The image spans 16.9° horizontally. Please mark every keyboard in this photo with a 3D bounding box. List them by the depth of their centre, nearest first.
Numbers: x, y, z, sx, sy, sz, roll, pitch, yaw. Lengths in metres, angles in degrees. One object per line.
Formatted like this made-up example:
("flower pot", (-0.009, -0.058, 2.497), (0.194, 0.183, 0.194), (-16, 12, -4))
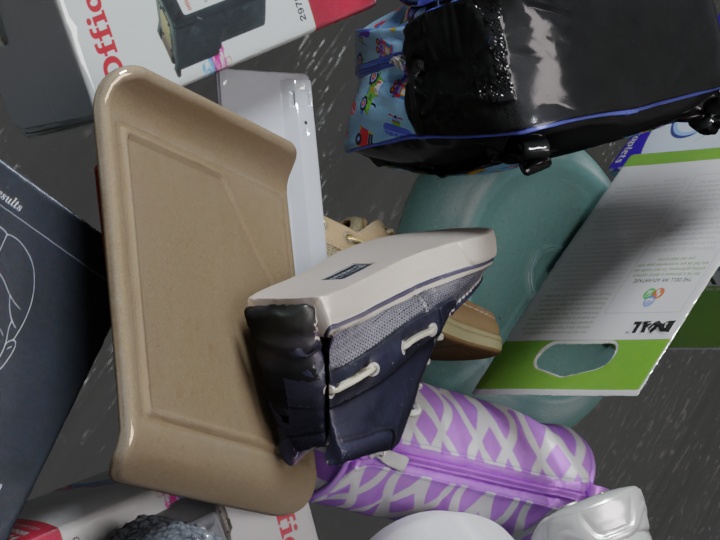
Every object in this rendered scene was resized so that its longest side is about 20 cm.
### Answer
("keyboard", (-0.045, -0.013, 1.310), (0.056, 0.011, 0.201), (0, 75, -20))

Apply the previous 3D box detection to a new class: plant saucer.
("plant saucer", (0.108, 0.005, 1.478), (0.199, 0.036, 0.201), (2, 87, -38))

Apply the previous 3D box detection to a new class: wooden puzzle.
("wooden puzzle", (-0.081, 0.016, 1.213), (0.185, 0.037, 0.201), (23, 62, -61))

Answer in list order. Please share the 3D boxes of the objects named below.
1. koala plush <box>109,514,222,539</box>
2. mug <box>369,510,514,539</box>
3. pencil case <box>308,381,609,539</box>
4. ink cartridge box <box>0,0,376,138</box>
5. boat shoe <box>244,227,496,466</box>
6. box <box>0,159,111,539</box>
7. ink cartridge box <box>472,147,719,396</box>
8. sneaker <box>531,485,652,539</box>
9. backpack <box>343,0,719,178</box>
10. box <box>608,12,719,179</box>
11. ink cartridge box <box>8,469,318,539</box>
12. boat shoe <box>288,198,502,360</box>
("koala plush", (-0.044, 0.234, 1.136), (0.184, 0.200, 0.178), (46, 64, -29))
("mug", (0.045, 0.226, 1.328), (0.149, 0.153, 0.187), (28, 110, -39))
("pencil case", (0.044, 0.108, 1.391), (0.199, 0.085, 0.084), (14, 81, -37))
("ink cartridge box", (-0.107, -0.173, 1.290), (0.200, 0.083, 0.146), (-27, 104, -36))
("boat shoe", (0.012, 0.038, 1.278), (0.200, 0.074, 0.093), (-22, 107, -52))
("box", (-0.225, 0.043, 1.170), (0.148, 0.107, 0.201), (38, 66, -30))
("ink cartridge box", (0.178, 0.022, 1.416), (0.076, 0.147, 0.200), (50, 61, -25))
("sneaker", (0.132, 0.201, 1.394), (0.078, 0.200, 0.100), (-17, 69, -8))
("backpack", (0.083, -0.124, 1.362), (0.182, 0.200, 0.135), (-14, 96, -37))
("box", (0.290, -0.097, 1.521), (0.105, 0.200, 0.184), (50, 60, -24))
("ink cartridge box", (-0.116, 0.181, 1.262), (0.199, 0.085, 0.148), (-20, 99, -36))
("boat shoe", (0.000, 0.000, 1.367), (0.199, 0.071, 0.065), (22, 69, -29))
